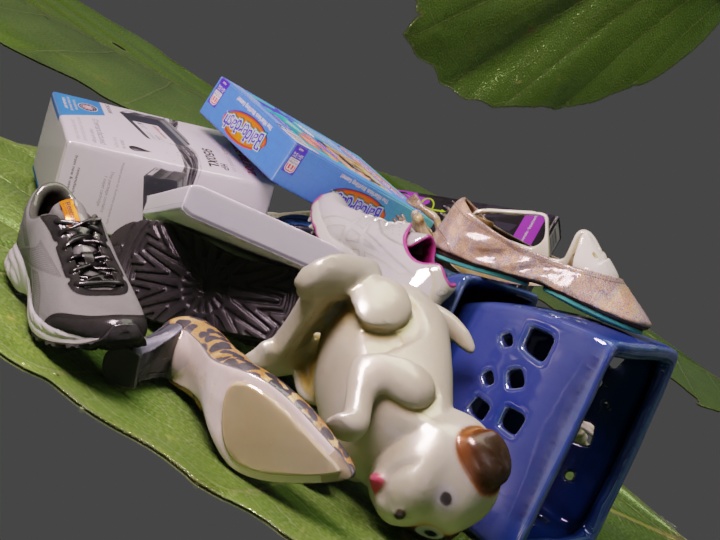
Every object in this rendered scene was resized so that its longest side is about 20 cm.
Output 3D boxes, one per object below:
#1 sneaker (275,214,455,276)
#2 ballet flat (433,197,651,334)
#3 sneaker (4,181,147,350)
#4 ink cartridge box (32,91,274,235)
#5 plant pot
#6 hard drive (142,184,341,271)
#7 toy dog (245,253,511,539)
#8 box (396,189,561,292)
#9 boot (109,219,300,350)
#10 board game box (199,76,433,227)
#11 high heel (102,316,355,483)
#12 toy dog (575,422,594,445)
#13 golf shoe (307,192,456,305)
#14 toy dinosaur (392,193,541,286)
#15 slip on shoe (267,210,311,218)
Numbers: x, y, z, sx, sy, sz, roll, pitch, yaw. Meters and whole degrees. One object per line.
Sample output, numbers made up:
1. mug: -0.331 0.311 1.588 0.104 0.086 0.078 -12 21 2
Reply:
1. sneaker: 0.000 0.000 1.494 0.198 0.067 0.078 19 2 8
2. ballet flat: 0.159 -0.010 1.357 0.198 0.068 0.068 21 4 6
3. sneaker: -0.205 -0.001 1.150 0.073 0.080 0.200 0 24 -31
4. ink cartridge box: -0.195 -0.087 1.503 0.198 0.085 0.145 12 20 -22
5. plant pot: 0.135 0.116 1.389 0.179 0.202 0.200 28 7 27
6. hard drive: -0.102 -0.031 1.329 0.131 0.027 0.200 24 -6 -15
7. toy dog: 0.027 0.112 1.217 0.193 0.140 0.201 5 47 -46
8. box: 0.080 -0.014 1.586 0.198 0.143 0.036 12 -45 25
9. boot: -0.104 0.030 1.365 0.209 0.080 0.158 20 -6 17
10. board game box: -0.041 -0.098 1.541 0.199 0.045 0.152 27 12 -42
11. high heel: -0.074 0.090 1.170 0.199 0.072 0.142 25 13 14
12. toy dog: 0.144 0.136 1.565 0.132 0.096 0.201 15 -39 60
13. golf shoe: 0.019 -0.013 1.387 0.075 0.091 0.201 46 9 -42
14. toy dinosaur: 0.090 -0.014 1.471 0.199 0.058 0.101 22 21 -43
15. slip on shoe: -0.060 -0.023 1.728 0.061 0.075 0.199 33 -14 -37
